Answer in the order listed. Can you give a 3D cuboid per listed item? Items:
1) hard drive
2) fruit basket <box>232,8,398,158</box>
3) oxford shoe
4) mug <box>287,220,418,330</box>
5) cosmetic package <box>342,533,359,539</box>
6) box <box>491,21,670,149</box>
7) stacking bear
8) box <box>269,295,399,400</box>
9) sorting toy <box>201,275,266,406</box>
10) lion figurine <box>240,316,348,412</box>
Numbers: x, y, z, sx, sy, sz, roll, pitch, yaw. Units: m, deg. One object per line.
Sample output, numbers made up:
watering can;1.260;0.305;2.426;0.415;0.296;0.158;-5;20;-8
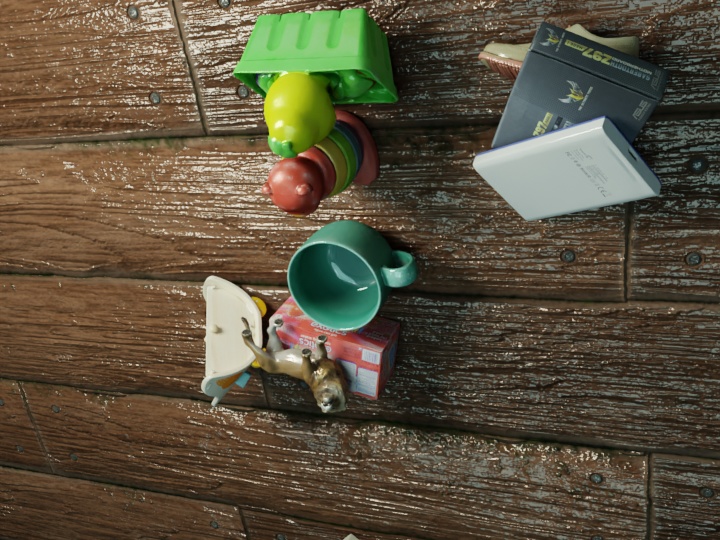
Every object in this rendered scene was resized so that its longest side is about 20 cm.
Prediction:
hard drive;0.260;-0.124;0.985;0.132;0.025;0.199;39;152;-29
fruit basket;-0.064;-0.237;1.031;0.214;0.155;0.217;-3;82;21
oxford shoe;0.249;-0.271;0.970;0.199;0.071;0.074;15;92;20
mug;-0.007;0.006;1.188;0.184;0.114;0.153;25;123;9
cosmetic package;-0.053;0.622;1.486;0.073;0.200;0.104;39;124;-1
box;0.259;-0.193;0.941;0.157;0.051;0.200;24;155;6
stacking bear;-0.063;-0.142;1.079;0.121;0.200;0.114;9;121;19
box;-0.044;0.124;1.279;0.199;0.095;0.103;14;121;17
sorting toy;-0.236;0.146;1.351;0.106;0.201;0.180;8;142;-20
lion figurine;-0.106;0.148;1.228;0.199;0.072;0.123;23;138;28
